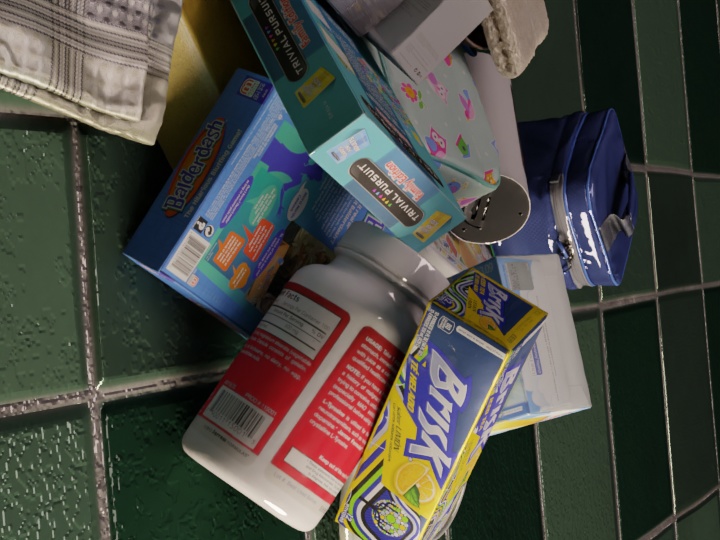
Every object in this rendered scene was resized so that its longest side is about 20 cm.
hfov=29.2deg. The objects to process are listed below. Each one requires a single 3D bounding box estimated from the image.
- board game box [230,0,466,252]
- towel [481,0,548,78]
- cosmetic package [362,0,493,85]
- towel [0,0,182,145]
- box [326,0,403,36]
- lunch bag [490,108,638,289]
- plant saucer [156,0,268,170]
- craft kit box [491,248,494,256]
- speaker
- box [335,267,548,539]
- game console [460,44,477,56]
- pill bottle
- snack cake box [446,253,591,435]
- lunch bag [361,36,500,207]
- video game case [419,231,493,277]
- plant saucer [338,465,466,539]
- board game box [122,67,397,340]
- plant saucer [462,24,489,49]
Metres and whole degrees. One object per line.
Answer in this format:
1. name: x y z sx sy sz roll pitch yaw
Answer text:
1. board game box: -0.016 -0.125 0.955 0.151 0.047 0.200 40 19 -52
2. towel: 0.114 -0.275 1.189 0.201 0.034 0.133 70 27 -20
3. cosmetic package: 0.009 -0.230 1.059 0.200 0.083 0.051 49 6 39
4. towel: -0.183 -0.195 0.836 0.200 0.034 0.194 20 68 -45
5. box: -0.061 -0.280 0.988 0.158 0.048 0.200 39 17 -54
6. lunch bag: 0.205 -0.067 1.356 0.200 0.132 0.136 -66 140 -52
7. plant saucer: -0.098 -0.174 1.013 0.201 0.048 0.200 65 34 -32
8. craft kit box: 0.167 -0.049 1.483 0.197 0.048 0.201 22 66 -56
9. speaker: 0.108 -0.116 1.277 0.201 0.081 0.081 -91 158 -50
10. box: 0.053 0.102 0.938 0.070 0.064 0.201 -35 151 -54
11. game console: 0.069 -0.326 1.256 0.171 0.118 0.200 -56 139 -16
12. pill bottle: -0.026 0.070 0.963 0.200 0.112 0.112 -55 140 -9
13. snack cake box: 0.072 0.069 1.036 0.067 0.200 0.116 -3 75 -37
14. lunch bag: 0.029 -0.150 1.146 0.160 0.077 0.201 16 50 -49
15. video game case: 0.070 -0.064 1.267 0.200 0.023 0.183 36 35 -54
16. plant saucer: 0.050 0.175 1.178 0.200 0.050 0.201 -35 131 -53
17. board game box: -0.060 -0.027 0.997 0.153 0.045 0.200 -59 140 -9
18. plant saucer: 0.069 -0.282 1.173 0.200 0.034 0.201 40 43 -53
